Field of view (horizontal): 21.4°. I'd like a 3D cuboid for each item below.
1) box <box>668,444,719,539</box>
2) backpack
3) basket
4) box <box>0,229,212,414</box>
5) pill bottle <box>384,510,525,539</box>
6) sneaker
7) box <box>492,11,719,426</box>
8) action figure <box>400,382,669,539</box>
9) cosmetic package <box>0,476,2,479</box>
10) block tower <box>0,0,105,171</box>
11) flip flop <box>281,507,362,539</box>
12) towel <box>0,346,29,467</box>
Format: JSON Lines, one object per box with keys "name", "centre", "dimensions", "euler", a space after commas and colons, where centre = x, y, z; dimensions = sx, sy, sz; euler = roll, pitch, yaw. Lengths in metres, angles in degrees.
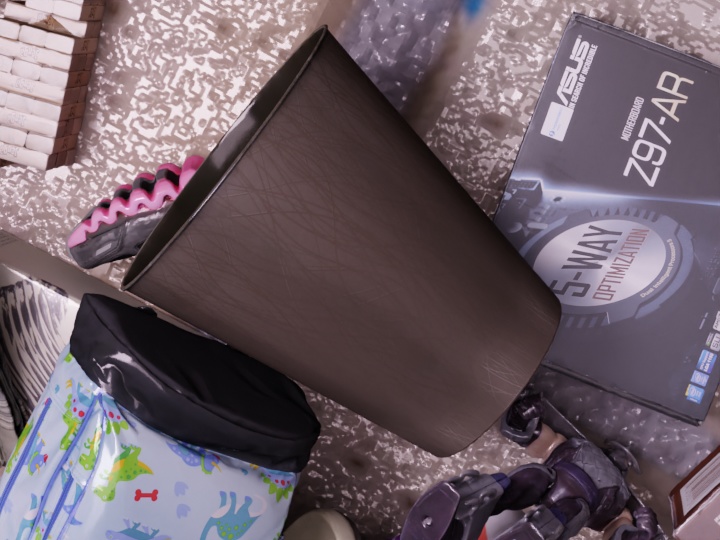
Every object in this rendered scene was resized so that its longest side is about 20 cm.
{"name": "box", "centre": [0.270, 0.192, 1.105], "dimensions": [0.075, 0.100, 0.200], "euler": [-44, 89, 10]}
{"name": "backpack", "centre": [-0.126, 0.141, 1.024], "dimensions": [0.163, 0.154, 0.200], "euler": [29, 110, -35]}
{"name": "basket", "centre": [0.000, 0.000, 1.045], "dimensions": [0.200, 0.136, 0.181], "euler": [39, 87, -11]}
{"name": "box", "centre": [-0.174, 0.049, 1.159], "dimensions": [0.199, 0.068, 0.083], "euler": [26, 100, 4]}
{"name": "pill bottle", "centre": [0.019, 0.219, 1.133], "dimensions": [0.198, 0.112, 0.113], "euler": [-20, 94, 9]}
{"name": "sneaker", "centre": [-0.079, -0.026, 1.143], "dimensions": [0.198, 0.079, 0.096], "euler": [-18, 106, 10]}
{"name": "box", "centre": [0.163, -0.031, 1.120], "dimensions": [0.159, 0.044, 0.201], "euler": [22, 99, 4]}
{"name": "action figure", "centre": [0.112, 0.128, 1.075], "dimensions": [0.130, 0.199, 0.070], "euler": [39, 118, 22]}
{"name": "cosmetic package", "centre": [-0.172, 0.227, 1.143], "dimensions": [0.106, 0.090, 0.202], "euler": [-2, 109, -27]}
{"name": "block tower", "centre": [-0.186, -0.156, 1.144], "dimensions": [0.057, 0.054, 0.202], "euler": [16, 99, 6]}
{"name": "flip flop", "centre": [-0.073, 0.215, 1.075], "dimensions": [0.200, 0.057, 0.081], "euler": [-52, 52, 14]}
{"name": "towel", "centre": [-0.296, 0.042, 1.122], "dimensions": [0.198, 0.035, 0.194], "euler": [6, 132, 23]}
